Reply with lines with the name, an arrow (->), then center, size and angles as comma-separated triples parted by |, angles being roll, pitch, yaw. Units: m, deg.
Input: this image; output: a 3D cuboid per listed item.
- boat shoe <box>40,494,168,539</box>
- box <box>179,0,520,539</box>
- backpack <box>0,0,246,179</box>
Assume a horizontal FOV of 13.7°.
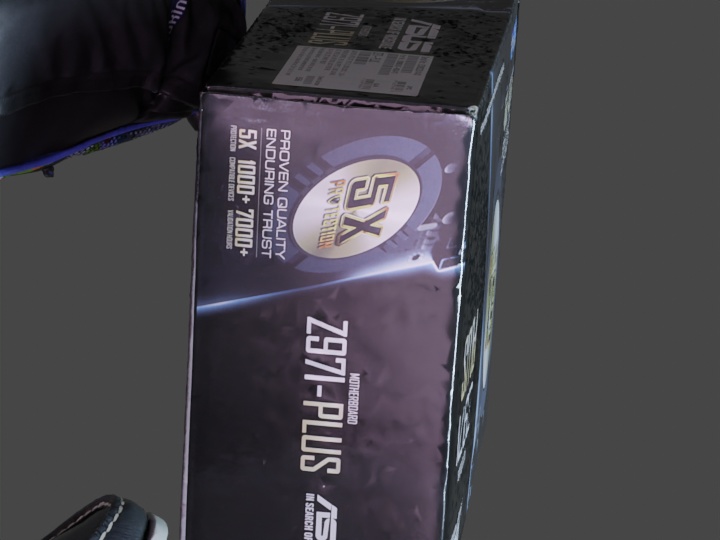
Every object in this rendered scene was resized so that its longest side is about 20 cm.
boat shoe -> -0.157, 0.147, 1.095 | 0.200, 0.076, 0.060 | -44, 103, -10
box -> 0.000, 0.000, 0.991 | 0.086, 0.200, 0.165 | 5, 106, 5
backpack -> -0.137, -0.119, 0.975 | 0.146, 0.200, 0.184 | 8, 109, 25
